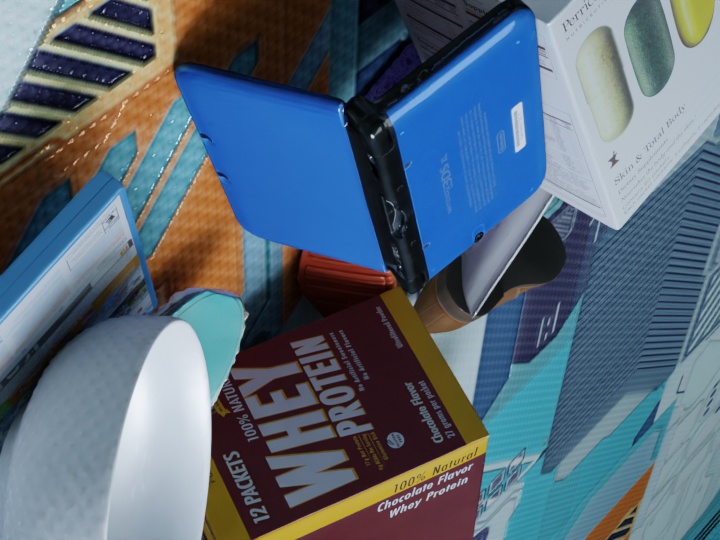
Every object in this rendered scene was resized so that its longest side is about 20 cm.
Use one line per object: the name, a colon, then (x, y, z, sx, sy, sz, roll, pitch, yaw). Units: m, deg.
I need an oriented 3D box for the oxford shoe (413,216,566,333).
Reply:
oxford shoe: (0.107, 0.001, 1.387, 0.071, 0.072, 0.199, -36, 173, 41)

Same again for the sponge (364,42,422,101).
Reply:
sponge: (0.070, -0.145, 1.132, 0.200, 0.030, 0.112, -50, 157, -9)

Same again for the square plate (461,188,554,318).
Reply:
square plate: (0.123, -0.084, 1.221, 0.199, 0.028, 0.200, -59, -172, 18)

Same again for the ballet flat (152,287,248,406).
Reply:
ballet flat: (-0.143, 0.094, 1.013, 0.202, 0.071, 0.072, -62, 158, -9)

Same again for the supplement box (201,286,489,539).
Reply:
supplement box: (-0.030, 0.151, 1.144, 0.195, 0.133, 0.201, -22, 148, -15)

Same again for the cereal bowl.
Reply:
cereal bowl: (-0.146, 0.123, 0.890, 0.200, 0.082, 0.203, 5, 90, -81)

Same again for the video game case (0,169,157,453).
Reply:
video game case: (-0.170, 0.037, 0.882, 0.143, 0.018, 0.200, -50, 169, -15)

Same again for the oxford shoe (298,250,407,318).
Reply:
oxford shoe: (0.000, 0.000, 1.180, 0.201, 0.070, 0.073, 85, 20, -55)

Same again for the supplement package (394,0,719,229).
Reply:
supplement package: (0.131, -0.164, 1.016, 0.152, 0.150, 0.201, -47, 143, -13)

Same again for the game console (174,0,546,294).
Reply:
game console: (0.009, -0.083, 0.955, 0.170, 0.118, 0.200, -39, 155, -10)
